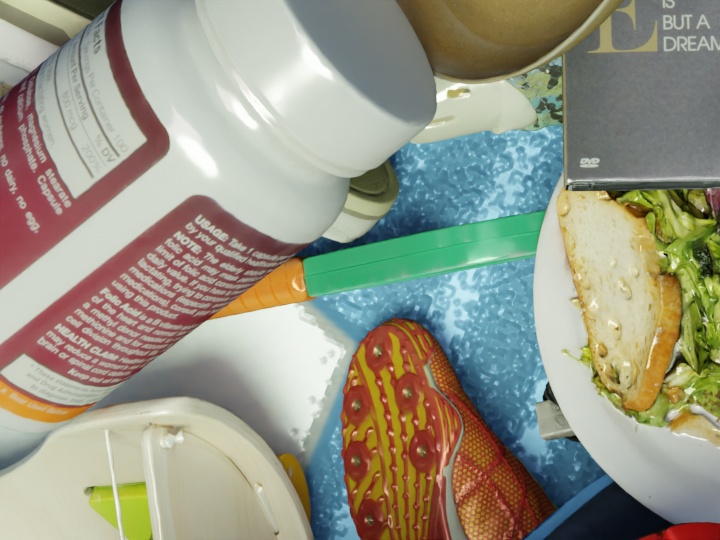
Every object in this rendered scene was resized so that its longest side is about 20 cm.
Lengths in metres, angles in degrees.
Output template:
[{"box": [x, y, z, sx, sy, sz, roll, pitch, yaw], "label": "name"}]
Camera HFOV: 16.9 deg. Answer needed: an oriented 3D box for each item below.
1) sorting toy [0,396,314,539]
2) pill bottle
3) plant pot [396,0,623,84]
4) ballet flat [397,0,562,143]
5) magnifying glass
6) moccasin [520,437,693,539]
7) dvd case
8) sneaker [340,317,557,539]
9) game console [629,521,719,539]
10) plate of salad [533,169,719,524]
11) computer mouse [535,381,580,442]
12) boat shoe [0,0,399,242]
[{"box": [-0.111, 0.154, 1.003, 0.179, 0.107, 0.201, -7, 91, 27], "label": "sorting toy"}, {"box": [-0.076, -0.037, 0.895, 0.200, 0.114, 0.114, -36, 90, 24], "label": "pill bottle"}, {"box": [0.063, -0.165, 0.876, 0.027, 0.200, 0.201, 8, 99, -33], "label": "plant pot"}, {"box": [0.013, -0.088, 0.967, 0.199, 0.074, 0.075, 23, 98, 13], "label": "ballet flat"}, {"box": [0.000, 0.000, 0.985, 0.199, 0.080, 0.023, -9, 89, 19], "label": "magnifying glass"}, {"box": [0.089, 0.120, 0.898, 0.200, 0.081, 0.068, -35, 79, -24], "label": "moccasin"}, {"box": [0.146, -0.129, 0.879, 0.148, 0.016, 0.201, -1, 78, 3], "label": "dvd case"}, {"box": [0.052, 0.112, 0.995, 0.073, 0.077, 0.201, -34, 76, 44], "label": "sneaker"}, {"box": [0.063, 0.175, 0.856, 0.176, 0.031, 0.201, -20, 138, -9], "label": "game console"}, {"box": [0.160, 0.002, 0.883, 0.199, 0.048, 0.201, -3, 75, 13], "label": "plate of salad"}, {"box": [0.156, 0.122, 0.982, 0.138, 0.053, 0.201, -13, 94, 8], "label": "computer mouse"}, {"box": [-0.081, -0.062, 0.990, 0.199, 0.075, 0.069, 31, 118, 2], "label": "boat shoe"}]
